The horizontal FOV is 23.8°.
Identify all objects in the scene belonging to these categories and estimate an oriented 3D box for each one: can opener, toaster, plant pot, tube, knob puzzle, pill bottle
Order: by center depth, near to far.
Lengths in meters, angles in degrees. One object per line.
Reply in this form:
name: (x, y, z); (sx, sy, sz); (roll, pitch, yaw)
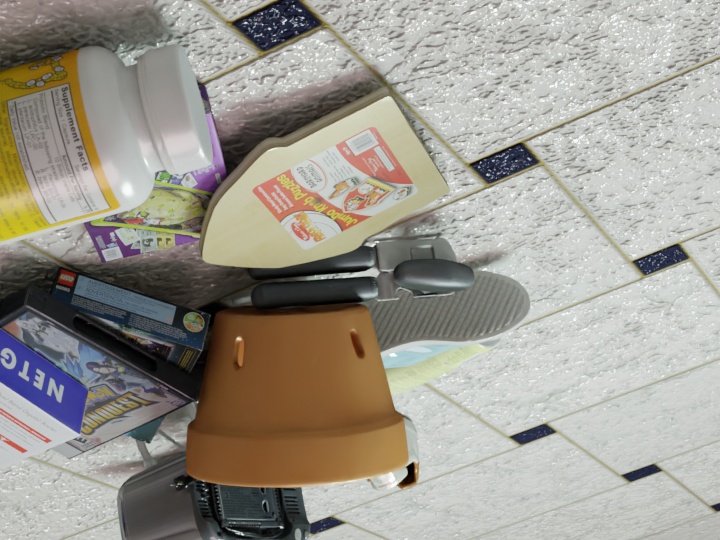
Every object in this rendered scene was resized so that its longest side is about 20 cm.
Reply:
pill bottle: (-0.205, -0.085, 1.143); (0.198, 0.114, 0.113); (-15, 156, 3)
knob puzzle: (-0.043, -0.064, 1.359); (0.218, 0.031, 0.220); (-18, 152, -10)
can opener: (0.000, 0.000, 1.506); (0.198, 0.053, 0.066); (-4, 170, -15)
plant pot: (-0.057, 0.103, 1.508); (0.198, 0.142, 0.200); (-1, -177, 0)
toaster: (-0.154, 0.242, 1.716); (0.128, 0.115, 0.199); (-24, 160, 33)
tube: (0.061, 0.092, 1.751); (0.058, 0.052, 0.200); (43, 135, -12)

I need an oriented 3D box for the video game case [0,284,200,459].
video game case: (-0.269, 0.093, 1.486); (0.180, 0.026, 0.199); (33, 141, -30)

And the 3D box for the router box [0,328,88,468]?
router box: (-0.361, 0.100, 1.437); (0.178, 0.049, 0.200); (-22, 135, 30)

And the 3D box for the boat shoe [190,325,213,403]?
boat shoe: (-0.149, 0.092, 1.604); (0.198, 0.065, 0.072); (-6, 158, -11)

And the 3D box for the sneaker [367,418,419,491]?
sneaker: (0.016, 0.194, 1.895); (0.072, 0.085, 0.200); (-23, 152, 23)

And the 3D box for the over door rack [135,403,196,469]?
over door rack: (-0.149, 0.156, 1.743); (0.147, 0.067, 0.200); (-22, 154, 19)

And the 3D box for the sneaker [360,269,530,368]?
sneaker: (0.067, 0.049, 1.642); (0.198, 0.075, 0.082); (-9, 165, 9)

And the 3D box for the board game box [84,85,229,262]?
board game box: (-0.160, -0.069, 1.304); (0.119, 0.033, 0.200); (-9, 156, -2)

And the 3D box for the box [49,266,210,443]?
box: (-0.224, 0.079, 1.511); (0.135, 0.038, 0.200); (18, 146, -12)
